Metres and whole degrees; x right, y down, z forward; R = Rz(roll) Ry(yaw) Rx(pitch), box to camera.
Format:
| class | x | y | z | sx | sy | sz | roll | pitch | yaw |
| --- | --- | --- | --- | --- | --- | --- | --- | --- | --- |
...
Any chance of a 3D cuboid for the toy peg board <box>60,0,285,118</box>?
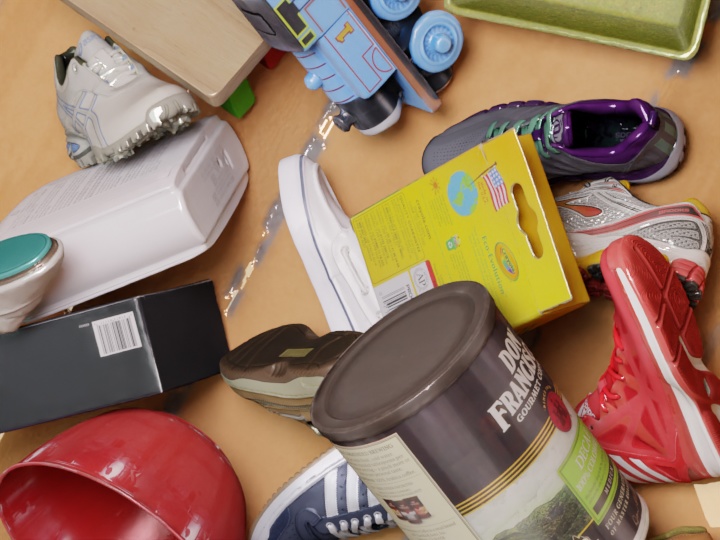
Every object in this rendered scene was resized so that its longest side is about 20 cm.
| class | x | y | z | sx | sy | sz | roll | pitch | yaw |
| --- | --- | --- | --- | --- | --- | --- | --- | --- | --- |
| toy peg board | -0.114 | -0.235 | 1.805 | 0.200 | 0.098 | 0.199 | 35 | 77 | 21 |

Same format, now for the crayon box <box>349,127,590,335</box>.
| class | x | y | z | sx | sy | sz | roll | pitch | yaw |
| --- | --- | --- | --- | --- | --- | --- | --- | --- | --- |
| crayon box | 0.083 | -0.012 | 1.632 | 0.200 | 0.051 | 0.128 | -27 | 79 | 52 |

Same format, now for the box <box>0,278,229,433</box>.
| class | x | y | z | sx | sy | sz | roll | pitch | yaw |
| --- | --- | --- | --- | --- | --- | --- | --- | --- | --- |
| box | -0.218 | 0.070 | 1.772 | 0.199 | 0.141 | 0.079 | -15 | 93 | 20 |

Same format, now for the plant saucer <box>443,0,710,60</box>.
| class | x | y | z | sx | sy | sz | roll | pitch | yaw |
| --- | --- | --- | --- | --- | --- | --- | --- | --- | --- |
| plant saucer | 0.180 | -0.264 | 1.705 | 0.199 | 0.048 | 0.201 | 14 | 90 | 23 |

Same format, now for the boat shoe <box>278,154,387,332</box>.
| class | x | y | z | sx | sy | sz | roll | pitch | yaw |
| --- | --- | --- | --- | --- | --- | --- | --- | --- | --- |
| boat shoe | 0.000 | 0.000 | 1.741 | 0.065 | 0.074 | 0.201 | -24 | 86 | 14 |

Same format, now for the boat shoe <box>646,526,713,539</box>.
| class | x | y | z | sx | sy | sz | roll | pitch | yaw |
| --- | --- | --- | --- | --- | --- | --- | --- | --- | --- |
| boat shoe | 0.158 | 0.226 | 1.649 | 0.199 | 0.072 | 0.068 | -11 | 75 | 11 |

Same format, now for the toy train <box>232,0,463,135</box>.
| class | x | y | z | sx | sy | sz | roll | pitch | yaw |
| --- | --- | --- | --- | --- | --- | --- | --- | --- | --- |
| toy train | -0.011 | -0.186 | 1.702 | 0.114 | 0.200 | 0.087 | -47 | 33 | -10 |

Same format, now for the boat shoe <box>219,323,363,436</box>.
| class | x | y | z | sx | sy | sz | roll | pitch | yaw |
| --- | --- | --- | --- | --- | --- | --- | --- | --- | --- |
| boat shoe | -0.039 | 0.088 | 1.708 | 0.072 | 0.200 | 0.076 | -36 | 107 | -20 |

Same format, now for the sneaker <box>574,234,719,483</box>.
| class | x | y | z | sx | sy | sz | roll | pitch | yaw |
| --- | --- | --- | --- | --- | --- | --- | --- | --- | --- |
| sneaker | 0.180 | 0.074 | 1.610 | 0.115 | 0.078 | 0.201 | -16 | 114 | 26 |

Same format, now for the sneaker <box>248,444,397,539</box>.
| class | x | y | z | sx | sy | sz | roll | pitch | yaw |
| --- | --- | --- | --- | --- | --- | --- | --- | --- | --- |
| sneaker | 0.016 | 0.175 | 1.708 | 0.200 | 0.070 | 0.109 | -40 | 69 | 10 |

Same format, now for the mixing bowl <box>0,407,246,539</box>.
| class | x | y | z | sx | sy | sz | roll | pitch | yaw |
| --- | --- | --- | --- | --- | --- | --- | --- | --- | --- |
| mixing bowl | -0.160 | 0.175 | 1.733 | 0.199 | 0.201 | 0.109 | 18 | 53 | 23 |

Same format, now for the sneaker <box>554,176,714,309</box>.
| class | x | y | z | sx | sy | sz | roll | pitch | yaw |
| --- | --- | --- | --- | --- | --- | --- | --- | --- | --- |
| sneaker | 0.163 | -0.024 | 1.680 | 0.199 | 0.078 | 0.083 | 10 | 61 | 27 |

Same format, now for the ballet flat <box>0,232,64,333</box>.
| class | x | y | z | sx | sy | sz | roll | pitch | yaw |
| --- | --- | --- | --- | --- | --- | --- | --- | --- | --- |
| ballet flat | -0.280 | 0.019 | 1.696 | 0.199 | 0.069 | 0.070 | -11 | 79 | 33 |

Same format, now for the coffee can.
| class | x | y | z | sx | sy | sz | roll | pitch | yaw |
| --- | --- | --- | --- | --- | --- | --- | --- | --- | --- |
| coffee can | 0.082 | 0.129 | 1.576 | 0.146 | 0.147 | 0.200 | -32 | 111 | 15 |

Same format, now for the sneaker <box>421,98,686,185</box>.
| class | x | y | z | sx | sy | sz | roll | pitch | yaw |
| --- | --- | --- | --- | --- | --- | --- | --- | --- | --- |
| sneaker | 0.130 | -0.099 | 1.682 | 0.199 | 0.087 | 0.075 | -7 | 74 | 20 |

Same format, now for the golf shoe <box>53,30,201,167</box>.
| class | x | y | z | sx | sy | sz | roll | pitch | yaw |
| --- | --- | --- | --- | --- | --- | --- | --- | --- | --- |
| golf shoe | -0.190 | -0.134 | 1.761 | 0.200 | 0.078 | 0.098 | -2 | 112 | 62 |

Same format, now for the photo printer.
| class | x | y | z | sx | sy | sz | roll | pitch | yaw |
| --- | --- | --- | --- | --- | --- | --- | --- | --- | --- |
| photo printer | -0.194 | -0.035 | 1.770 | 0.199 | 0.167 | 0.070 | -21 | 109 | 18 |
